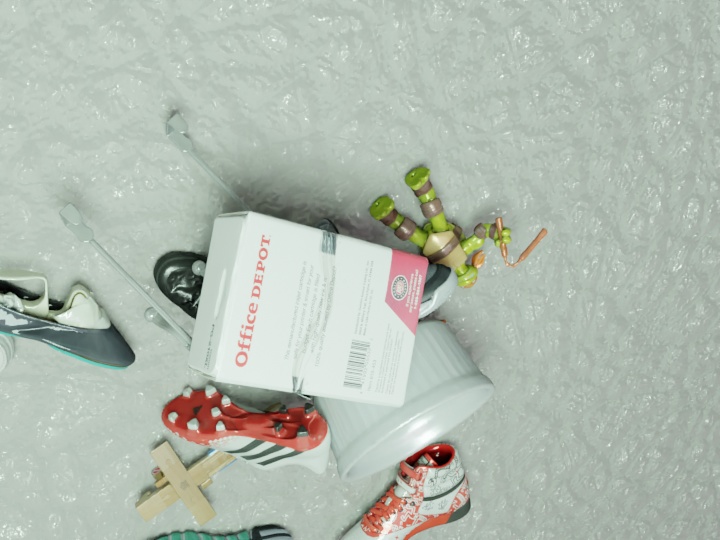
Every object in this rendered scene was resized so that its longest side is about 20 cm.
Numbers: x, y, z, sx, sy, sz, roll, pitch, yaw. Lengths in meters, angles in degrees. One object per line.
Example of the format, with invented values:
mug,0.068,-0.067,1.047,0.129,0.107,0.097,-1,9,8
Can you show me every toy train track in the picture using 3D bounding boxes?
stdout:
toy train track,-0.172,0.217,0.999,0.198,0.032,0.116,-33,114,-12

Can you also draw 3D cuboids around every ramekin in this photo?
ramekin,0.043,0.143,0.965,0.198,0.099,0.201,-27,159,-11

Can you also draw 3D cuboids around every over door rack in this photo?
over door rack,-0.168,-0.025,0.835,0.148,0.066,0.201,-46,105,-21

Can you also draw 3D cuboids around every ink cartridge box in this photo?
ink cartridge box,-0.047,0.039,0.802,0.197,0.084,0.148,13,85,-31

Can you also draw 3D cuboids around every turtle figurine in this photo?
turtle figurine,0.096,-0.038,0.968,0.198,0.065,0.162,-32,114,20

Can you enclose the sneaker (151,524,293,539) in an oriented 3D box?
sneaker,-0.176,0.369,1.040,0.196,0.075,0.089,3,116,-24

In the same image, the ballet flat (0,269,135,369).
ballet flat,-0.306,0.041,0.843,0.197,0.073,0.074,21,104,-26

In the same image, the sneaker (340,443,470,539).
sneaker,0.047,0.294,1.101,0.198,0.067,0.110,-21,118,-16

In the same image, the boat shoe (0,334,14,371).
boat shoe,-0.432,0.103,0.816,0.196,0.069,0.072,-12,115,-18

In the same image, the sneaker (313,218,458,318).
sneaker,0.000,0.000,0.919,0.196,0.076,0.116,-13,115,12

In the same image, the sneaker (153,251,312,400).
sneaker,-0.125,0.058,0.901,0.199,0.104,0.060,38,96,-31

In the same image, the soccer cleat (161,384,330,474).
soccer cleat,-0.125,0.180,0.936,0.196,0.069,0.086,3,130,16
